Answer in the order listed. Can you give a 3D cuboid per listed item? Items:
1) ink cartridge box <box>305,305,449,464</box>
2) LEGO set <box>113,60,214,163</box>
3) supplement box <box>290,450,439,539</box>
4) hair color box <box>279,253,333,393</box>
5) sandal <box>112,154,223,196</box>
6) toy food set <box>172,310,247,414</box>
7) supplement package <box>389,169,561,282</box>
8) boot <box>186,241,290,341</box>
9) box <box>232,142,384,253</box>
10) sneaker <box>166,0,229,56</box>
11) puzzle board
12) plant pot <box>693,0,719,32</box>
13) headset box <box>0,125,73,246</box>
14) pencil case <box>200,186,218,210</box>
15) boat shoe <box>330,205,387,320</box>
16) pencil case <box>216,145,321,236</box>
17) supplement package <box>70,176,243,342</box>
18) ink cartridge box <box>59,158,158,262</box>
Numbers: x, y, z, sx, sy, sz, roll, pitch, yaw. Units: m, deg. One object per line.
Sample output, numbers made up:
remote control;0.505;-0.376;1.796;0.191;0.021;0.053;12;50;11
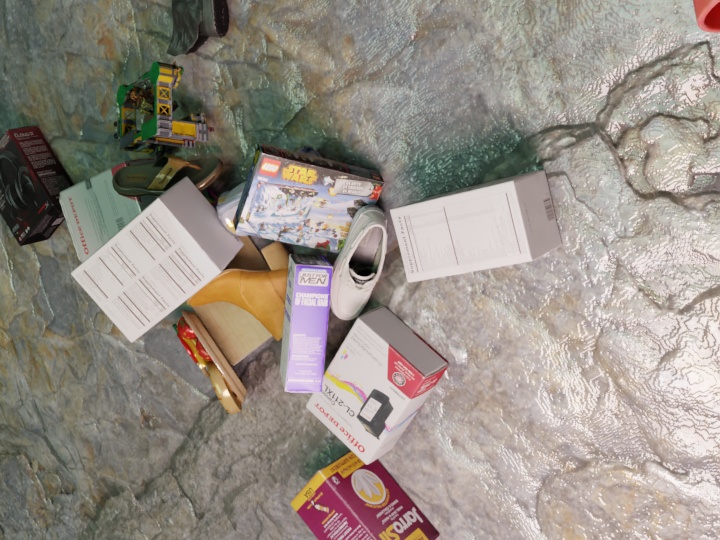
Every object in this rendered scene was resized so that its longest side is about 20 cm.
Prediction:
ink cartridge box;0.024;0.183;1.541;0.146;0.083;0.200;40;120;18
LEGO set;-0.329;-0.267;1.670;0.200;0.115;0.155;-24;68;49
supplement box;0.007;0.403;1.579;0.200;0.131;0.103;48;123;14
hair color box;-0.087;0.081;1.536;0.064;0.109;0.201;2;100;-9
sandal;-0.331;-0.167;1.643;0.199;0.082;0.055;1;140;16
toy food set;-0.259;0.156;1.687;0.049;0.198;0.200;-34;94;-9
supplement package;0.161;-0.061;1.369;0.199;0.109;0.114;-10;96;35
boot;-0.176;0.056;1.618;0.201;0.071;0.144;-29;86;7
box;-0.079;-0.105;1.482;0.040;0.199;0.137;-113;40;-54
sneaker;-0.269;-0.451;1.594;0.104;0.060;0.201;11;111;27
puzzle board;-0.215;0.038;1.667;0.150;0.017;0.200;-36;83;5
plant pot;0.440;-0.384;1.060;0.200;0.200;0.178;-21;79;36
headset box;-0.659;-0.175;1.920;0.149;0.077;0.200;-39;81;35
pencil case;-0.307;-0.057;1.709;0.088;0.088;0.201;36;120;22
boat shoe;0.000;0.000;1.504;0.072;0.066;0.201;15;118;-15
pencil case;-0.141;-0.125;1.571;0.200;0.091;0.083;-25;87;37
supplement package;-0.324;-0.020;1.577;0.200;0.152;0.151;-37;100;17
ink cartridge box;-0.444;-0.106;1.786;0.199;0.085;0.146;-16;92;34
